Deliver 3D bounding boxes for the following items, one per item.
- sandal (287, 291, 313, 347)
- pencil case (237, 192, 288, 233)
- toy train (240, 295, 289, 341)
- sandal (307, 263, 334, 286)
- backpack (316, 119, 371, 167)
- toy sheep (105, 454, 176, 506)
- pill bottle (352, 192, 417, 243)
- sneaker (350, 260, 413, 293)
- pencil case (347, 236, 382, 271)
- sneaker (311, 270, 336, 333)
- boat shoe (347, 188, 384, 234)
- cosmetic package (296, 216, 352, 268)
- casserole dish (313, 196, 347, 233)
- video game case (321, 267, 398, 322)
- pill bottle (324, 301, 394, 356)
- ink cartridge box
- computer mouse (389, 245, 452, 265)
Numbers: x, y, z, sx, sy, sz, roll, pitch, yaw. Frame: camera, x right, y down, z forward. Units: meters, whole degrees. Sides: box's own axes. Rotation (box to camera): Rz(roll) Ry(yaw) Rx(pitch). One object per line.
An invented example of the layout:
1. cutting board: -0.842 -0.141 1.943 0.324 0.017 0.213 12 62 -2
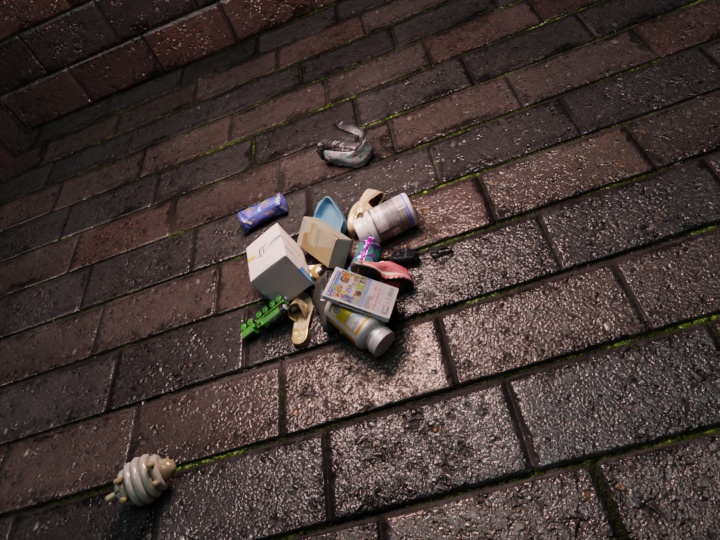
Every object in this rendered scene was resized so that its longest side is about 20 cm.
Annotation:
1. sandal: -0.192 0.129 1.717 0.076 0.070 0.215 -15 47 11
2. pencil case: -0.368 -0.218 2.084 0.197 0.079 0.087 -26 16 3
3. toy train: -0.299 0.151 1.731 0.199 0.042 0.057 -37 48 19
4. sandal: -0.121 0.012 1.794 0.197 0.054 0.081 11 57 31
5. backpack: -0.051 -0.480 2.133 0.197 0.127 0.169 16 71 33
6. toy sheep: -0.589 0.564 1.484 0.196 0.140 0.139 -20 45 -9
7. pill bottle: 0.078 -0.160 1.809 0.197 0.115 0.115 -26 46 2
8. sneaker: 0.061 0.007 1.671 0.196 0.075 0.088 16 35 -12
9. pencil case: 0.000 0.000 1.721 0.083 0.093 0.202 14 57 18
10. sneaker: -0.107 0.104 1.707 0.090 0.075 0.203 -29 48 34
11. boat shoe: 0.021 -0.205 1.902 0.068 0.074 0.202 5 53 35
12. cosmetic package: -0.122 -0.094 1.834 0.199 0.070 0.107 33 113 44
13. casserole dish: -0.102 -0.168 1.917 0.122 0.038 0.201 -57 41 25
14. video game case: 0.002 0.066 1.571 0.196 0.018 0.144 19 37 4
15. pill bottle: 0.000 0.149 1.573 0.113 0.113 0.199 -43 61 -16
16. ink cartridge box: -0.265 -0.017 1.787 0.144 0.148 0.201 -36 36 9
17. computer mouse: 0.187 -0.045 1.725 0.195 0.035 0.059 -5 33 14
